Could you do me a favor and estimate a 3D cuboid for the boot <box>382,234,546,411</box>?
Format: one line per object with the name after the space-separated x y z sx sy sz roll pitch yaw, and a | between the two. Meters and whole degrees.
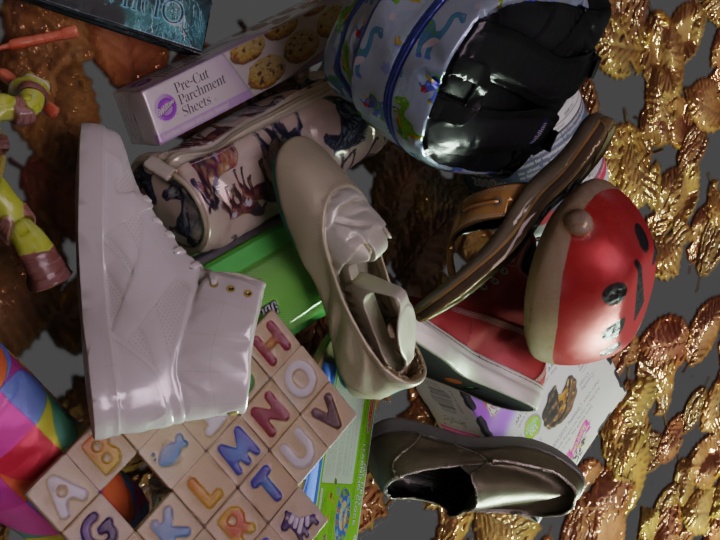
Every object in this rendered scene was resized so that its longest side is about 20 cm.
0.080 0.015 0.942 0.199 0.072 0.145 25 71 -33 | boot

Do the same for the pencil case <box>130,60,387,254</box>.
-0.069 -0.084 0.834 0.199 0.078 0.090 -33 140 -34 | pencil case

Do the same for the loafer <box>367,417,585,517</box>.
0.096 0.182 0.994 0.198 0.070 0.076 11 127 -10 | loafer

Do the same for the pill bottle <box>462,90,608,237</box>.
0.122 -0.138 0.979 0.120 0.119 0.201 -47 126 -27 | pill bottle

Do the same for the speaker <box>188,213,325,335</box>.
-0.089 0.022 0.833 0.199 0.088 0.089 -32 119 -35 | speaker

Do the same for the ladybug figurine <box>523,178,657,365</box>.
0.176 0.009 0.885 0.136 0.072 0.200 -61 158 -12 | ladybug figurine

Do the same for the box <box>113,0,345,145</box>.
-0.082 -0.147 0.837 0.199 0.039 0.042 -33 118 -35 | box

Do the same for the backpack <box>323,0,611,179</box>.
0.069 -0.141 0.802 0.164 0.153 0.200 -60 170 25 | backpack

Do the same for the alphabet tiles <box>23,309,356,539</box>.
-0.090 0.129 0.761 0.200 0.008 0.168 -48 110 -28 | alphabet tiles

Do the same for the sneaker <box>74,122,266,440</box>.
-0.119 0.001 0.736 0.115 0.074 0.202 -5 72 -14 | sneaker

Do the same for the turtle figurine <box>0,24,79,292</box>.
-0.223 -0.062 0.685 0.199 0.064 0.162 -30 107 -39 | turtle figurine

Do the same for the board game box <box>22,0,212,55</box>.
-0.172 -0.227 0.742 0.199 0.028 0.136 11 91 -45 | board game box

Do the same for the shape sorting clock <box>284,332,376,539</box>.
-0.028 0.143 0.896 0.200 0.039 0.202 5 90 -73 | shape sorting clock

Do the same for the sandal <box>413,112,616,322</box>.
0.104 -0.043 0.855 0.200 0.054 0.080 -49 170 6 | sandal

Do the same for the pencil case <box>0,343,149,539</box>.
-0.213 0.118 0.737 0.089 0.088 0.201 -50 127 -25 | pencil case

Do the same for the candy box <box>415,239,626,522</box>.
0.147 0.100 1.083 0.168 0.071 0.201 -49 127 -26 | candy box

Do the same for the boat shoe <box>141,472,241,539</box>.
-0.114 0.145 0.812 0.086 0.075 0.203 28 59 -10 | boat shoe

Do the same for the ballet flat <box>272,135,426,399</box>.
0.000 0.000 0.810 0.069 0.069 0.201 -36 119 -33 | ballet flat
